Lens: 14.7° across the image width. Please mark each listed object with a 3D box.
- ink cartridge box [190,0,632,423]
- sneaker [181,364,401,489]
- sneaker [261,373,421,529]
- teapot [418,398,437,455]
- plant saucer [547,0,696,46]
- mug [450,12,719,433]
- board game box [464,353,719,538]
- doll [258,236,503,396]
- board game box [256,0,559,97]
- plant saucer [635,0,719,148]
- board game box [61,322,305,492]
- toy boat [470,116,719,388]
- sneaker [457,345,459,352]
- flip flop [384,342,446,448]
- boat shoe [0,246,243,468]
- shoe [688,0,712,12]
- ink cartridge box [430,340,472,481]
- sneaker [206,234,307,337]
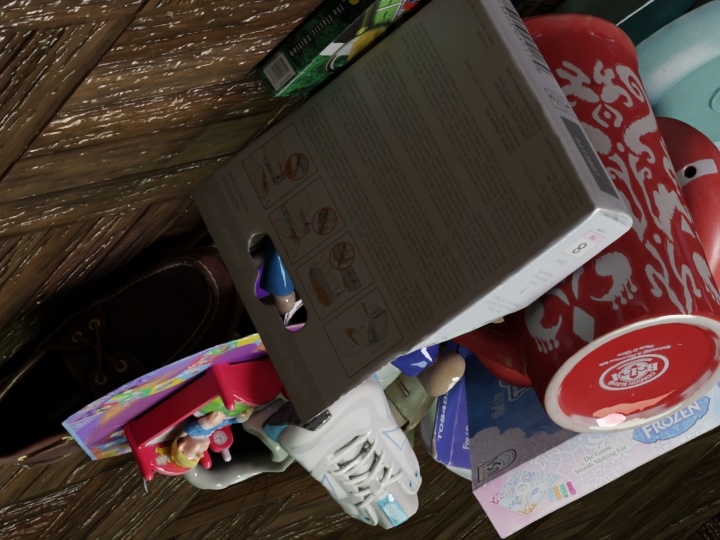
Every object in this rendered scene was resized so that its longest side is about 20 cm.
[{"bbox_3d":[0.025,-0.035,1.474,0.200,0.163,0.057,-39,151,22],"label":"ink cartridge box"},{"bbox_3d":[-0.035,0.081,1.772,0.200,0.078,0.099,-38,-164,16],"label":"sneaker"},{"bbox_3d":[0.002,0.109,1.659,0.075,0.087,0.200,-34,165,4],"label":"sneaker"},{"bbox_3d":[0.155,0.067,2.195,0.199,0.146,0.198,-7,131,-14],"label":"teapot"},{"bbox_3d":[0.123,-0.128,1.669,0.200,0.036,0.200,-38,173,-6],"label":"plant saucer"},{"bbox_3d":[0.104,-0.011,1.524,0.177,0.200,0.133,-34,144,19],"label":"mug"},{"bbox_3d":[0.161,0.065,1.767,0.199,0.043,0.200,-30,-161,11],"label":"board game box"},{"bbox_3d":[0.007,-0.015,1.632,0.136,0.048,0.200,-44,125,4],"label":"doll"},{"bbox_3d":[0.035,-0.135,1.537,0.105,0.023,0.200,-39,164,28],"label":"board game box"},{"bbox_3d":[0.245,-0.124,1.747,0.200,0.027,0.200,-16,159,-6],"label":"plant saucer"},{"bbox_3d":[-0.087,0.088,1.638,0.158,0.039,0.200,-22,168,-3],"label":"board game box"},{"bbox_3d":[0.133,-0.020,1.702,0.200,0.131,0.131,-27,154,19],"label":"toy boat"},{"bbox_3d":[-0.007,0.056,1.903,0.199,0.071,0.083,-9,116,-47],"label":"sneaker"},{"bbox_3d":[0.030,0.053,1.843,0.081,0.058,0.200,6,102,-46],"label":"flip flop"},{"bbox_3d":[-0.152,0.057,1.653,0.200,0.070,0.070,-42,164,28],"label":"boat shoe"},{"bbox_3d":[0.213,-0.161,1.775,0.053,0.070,0.200,18,149,-14],"label":"shoe"},{"bbox_3d":[0.100,0.050,1.959,0.040,0.200,0.200,8,173,14],"label":"ink cartridge box"},{"bbox_3d":[0.000,0.000,1.724,0.200,0.100,0.070,-24,162,-28],"label":"sneaker"}]
